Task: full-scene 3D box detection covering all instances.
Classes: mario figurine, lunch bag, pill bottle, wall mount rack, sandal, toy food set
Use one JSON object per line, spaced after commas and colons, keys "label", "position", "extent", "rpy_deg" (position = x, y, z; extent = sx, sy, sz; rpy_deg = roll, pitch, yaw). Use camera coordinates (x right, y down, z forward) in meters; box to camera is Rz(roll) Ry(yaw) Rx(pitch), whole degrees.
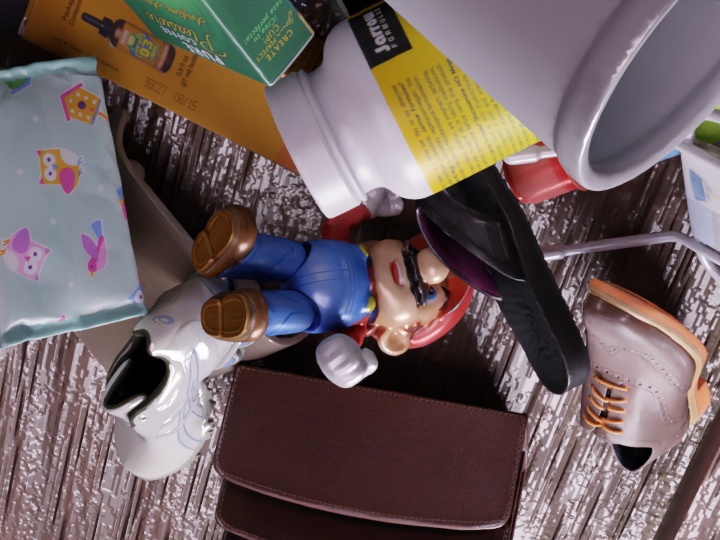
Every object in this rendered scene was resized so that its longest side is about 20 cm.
{"label": "mario figurine", "position": [0.000, 0.000, 1.129], "extent": [0.106, 0.200, 0.124], "rpy_deg": [25, 107, 45]}
{"label": "lunch bag", "position": [-0.234, -0.041, 1.145], "extent": [0.200, 0.122, 0.171], "rpy_deg": [1, 102, 57]}
{"label": "pill bottle", "position": [0.052, -0.111, 1.038], "extent": [0.200, 0.112, 0.113], "rpy_deg": [-27, 114, 4]}
{"label": "wall mount rack", "position": [0.182, -0.025, 1.084], "extent": [0.174, 0.075, 0.200], "rpy_deg": [30, 161, 28]}
{"label": "sandal", "position": [0.074, -0.013, 1.109], "extent": [0.201, 0.048, 0.075], "rpy_deg": [63, 163, 14]}
{"label": "toy food set", "position": [-0.144, -0.005, 1.236], "extent": [0.143, 0.060, 0.200], "rpy_deg": [-24, 112, 39]}

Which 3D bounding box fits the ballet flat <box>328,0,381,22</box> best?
{"label": "ballet flat", "position": [0.003, -0.183, 1.066], "extent": [0.066, 0.057, 0.200], "rpy_deg": [-21, 124, 9]}

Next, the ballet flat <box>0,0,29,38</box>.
{"label": "ballet flat", "position": [-0.267, -0.220, 1.116], "extent": [0.073, 0.073, 0.200], "rpy_deg": [-13, 118, 22]}

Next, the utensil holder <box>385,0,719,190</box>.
{"label": "utensil holder", "position": [0.095, -0.167, 0.897], "extent": [0.200, 0.170, 0.170], "rpy_deg": [43, 127, 19]}

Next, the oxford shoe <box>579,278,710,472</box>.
{"label": "oxford shoe", "position": [0.169, 0.070, 1.126], "extent": [0.071, 0.073, 0.200], "rpy_deg": [28, 166, 32]}

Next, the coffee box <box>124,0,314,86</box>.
{"label": "coffee box", "position": [-0.120, -0.189, 0.975], "extent": [0.123, 0.044, 0.200], "rpy_deg": [26, 162, 47]}

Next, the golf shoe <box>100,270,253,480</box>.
{"label": "golf shoe", "position": [-0.139, 0.075, 1.180], "extent": [0.078, 0.097, 0.200], "rpy_deg": [46, 136, 20]}

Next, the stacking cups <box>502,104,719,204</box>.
{"label": "stacking cups", "position": [0.180, -0.092, 1.094], "extent": [0.200, 0.061, 0.061], "rpy_deg": [-19, 116, 31]}

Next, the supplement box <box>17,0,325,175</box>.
{"label": "supplement box", "position": [-0.105, -0.138, 1.128], "extent": [0.200, 0.069, 0.067], "rpy_deg": [26, 124, -4]}

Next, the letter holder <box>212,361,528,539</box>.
{"label": "letter holder", "position": [0.003, 0.159, 1.225], "extent": [0.199, 0.142, 0.101], "rpy_deg": [10, 159, 9]}

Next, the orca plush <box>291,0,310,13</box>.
{"label": "orca plush", "position": [-0.101, -0.229, 1.068], "extent": [0.200, 0.071, 0.105], "rpy_deg": [22, 134, -25]}
